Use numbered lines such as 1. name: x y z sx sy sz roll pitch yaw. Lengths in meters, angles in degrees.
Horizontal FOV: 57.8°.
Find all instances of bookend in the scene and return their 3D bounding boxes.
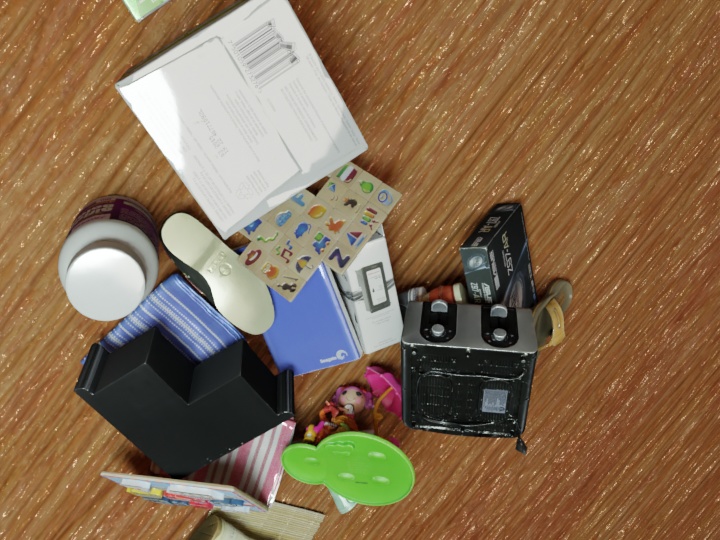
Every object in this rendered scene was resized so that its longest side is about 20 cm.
1. bookend: -0.221 0.145 0.855 0.197 0.093 0.201 -30 120 11

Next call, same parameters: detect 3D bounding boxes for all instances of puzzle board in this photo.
1. puzzle board: -0.244 0.316 0.920 0.196 0.018 0.151 1 151 13

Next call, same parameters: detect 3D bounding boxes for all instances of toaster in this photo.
1. toaster: 0.149 0.141 0.911 0.177 0.119 0.203 3 127 9

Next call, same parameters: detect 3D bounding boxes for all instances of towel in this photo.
1. towel: -0.206 0.260 0.970 0.197 0.030 0.149 17 100 -1
2. towel: -0.272 0.114 0.908 0.199 0.024 0.145 -40 108 12

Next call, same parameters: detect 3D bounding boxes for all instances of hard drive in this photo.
1. hard drive: -0.091 0.046 0.922 0.130 0.025 0.203 -17 103 20

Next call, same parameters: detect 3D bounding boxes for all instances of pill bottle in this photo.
1. pill bottle: -0.300 -0.016 0.785 0.110 0.200 0.114 -6 110 -16

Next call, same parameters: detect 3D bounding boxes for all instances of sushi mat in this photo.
1. sushi mat: -0.162 0.423 1.082 0.198 0.012 0.097 23 99 -23

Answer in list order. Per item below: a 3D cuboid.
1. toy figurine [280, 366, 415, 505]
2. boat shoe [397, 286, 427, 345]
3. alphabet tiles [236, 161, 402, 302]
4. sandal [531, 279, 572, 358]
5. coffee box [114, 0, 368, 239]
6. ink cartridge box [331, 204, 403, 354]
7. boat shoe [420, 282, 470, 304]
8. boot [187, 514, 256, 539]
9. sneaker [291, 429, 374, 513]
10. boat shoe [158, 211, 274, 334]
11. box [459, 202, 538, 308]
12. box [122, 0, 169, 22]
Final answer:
1. toy figurine: -0.003 0.230 0.994 0.196 0.185 0.152 0 125 14
2. boat shoe: 0.096 0.110 1.037 0.067 0.072 0.201 -10 131 21
3. alphabet tiles: -0.067 -0.064 0.865 0.201 0.166 0.008 -52 159 -10
4. sandal: 0.311 0.084 1.053 0.200 0.053 0.081 -45 132 -38
5. coffee box: -0.143 -0.194 0.779 0.198 0.198 0.201 -33 116 -3
6. ink cartridge box: 0.000 0.000 0.937 0.067 0.116 0.203 -18 112 -12
7. boat shoe: 0.152 0.083 1.013 0.062 0.072 0.200 -17 145 17
8. boot: -0.231 0.495 1.048 0.154 0.072 0.201 35 102 -28
9. sneaker: -0.060 0.323 1.022 0.197 0.074 0.120 -4 71 -19
10. boat shoe: -0.193 0.003 0.892 0.074 0.063 0.202 -45 106 -13
11. box: 0.219 0.020 1.006 0.160 0.043 0.203 -42 124 -48
12. box: -0.262 -0.418 0.756 0.143 0.036 0.201 -34 114 -5
